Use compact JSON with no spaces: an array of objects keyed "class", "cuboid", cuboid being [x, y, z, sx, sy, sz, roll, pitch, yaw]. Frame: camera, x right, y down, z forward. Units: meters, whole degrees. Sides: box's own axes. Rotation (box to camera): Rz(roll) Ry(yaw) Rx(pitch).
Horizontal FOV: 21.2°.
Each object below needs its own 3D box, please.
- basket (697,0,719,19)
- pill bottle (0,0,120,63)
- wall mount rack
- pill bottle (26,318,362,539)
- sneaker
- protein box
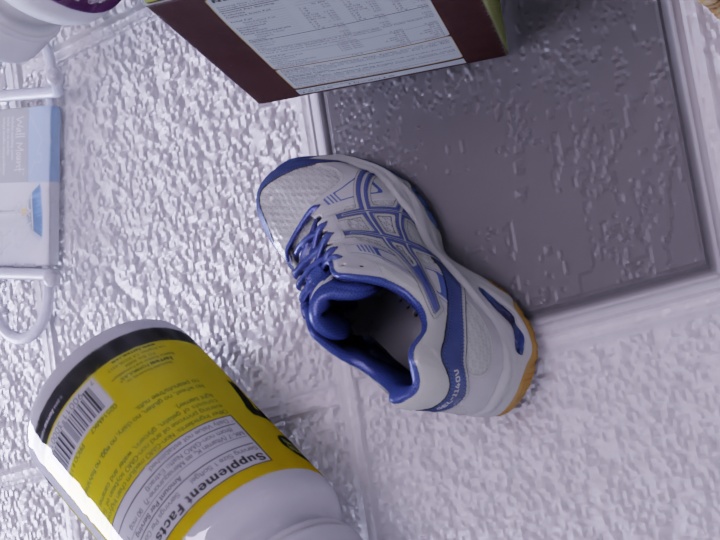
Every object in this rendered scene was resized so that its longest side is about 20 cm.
[{"class":"basket","cuboid":[0.171,-0.208,0.767,0.200,0.142,0.150,-28,70,40]},{"class":"pill bottle","cuboid":[-0.156,-0.209,1.072,0.200,0.112,0.113,-41,63,30]},{"class":"wall mount rack","cuboid":[-0.213,-0.053,1.172,0.173,0.074,0.201,0,90,43]},{"class":"pill bottle","cuboid":[-0.081,0.126,1.020,0.200,0.114,0.115,43,117,35]},{"class":"sneaker","cuboid":[0.000,0.000,0.964,0.200,0.088,0.076,40,117,38]},{"class":"protein box","cuboid":[-0.023,-0.203,0.884,0.134,0.200,0.199,-10,81,9]}]
